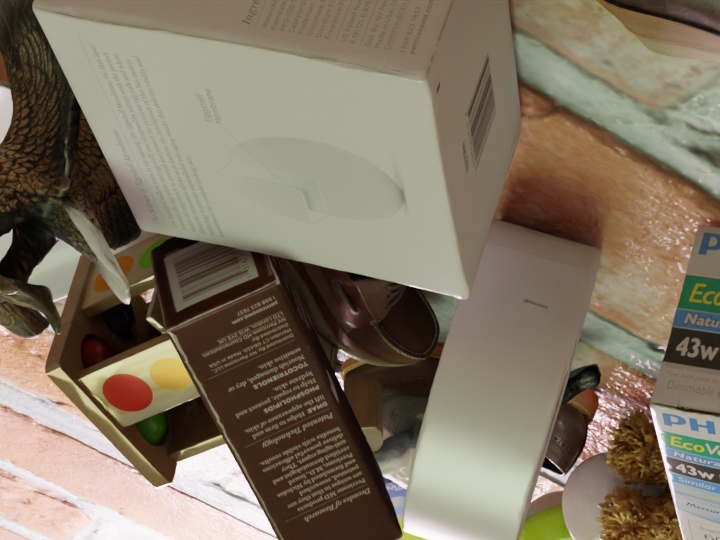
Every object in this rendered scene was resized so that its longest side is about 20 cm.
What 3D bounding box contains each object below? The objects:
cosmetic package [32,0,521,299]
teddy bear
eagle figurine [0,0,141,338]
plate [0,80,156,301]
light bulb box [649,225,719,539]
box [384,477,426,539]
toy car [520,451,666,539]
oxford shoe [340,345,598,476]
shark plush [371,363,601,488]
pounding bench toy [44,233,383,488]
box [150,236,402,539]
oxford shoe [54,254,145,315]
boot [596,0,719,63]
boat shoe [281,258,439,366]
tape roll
[{"bbox_3d":[-0.032,-0.102,0.863,0.200,0.123,0.199,11,152,16],"label":"cosmetic package"},{"bbox_3d":[0.255,0.157,1.125,0.200,0.145,0.067,27,157,-2],"label":"teddy bear"},{"bbox_3d":[-0.183,-0.068,0.952,0.151,0.200,0.152,34,149,-20],"label":"eagle figurine"},{"bbox_3d":[-0.251,-0.047,1.142,0.200,0.032,0.200,-19,139,26],"label":"plate"},{"bbox_3d":[0.288,0.087,0.986,0.198,0.125,0.200,9,152,23],"label":"light bulb box"},{"bbox_3d":[0.032,0.177,1.341,0.122,0.048,0.200,-16,152,8],"label":"box"},{"bbox_3d":[0.213,0.220,1.223,0.200,0.150,0.175,1,158,-15],"label":"toy car"},{"bbox_3d":[0.070,0.104,1.227,0.200,0.073,0.071,7,151,26],"label":"oxford shoe"},{"bbox_3d":[0.068,0.098,1.163,0.091,0.083,0.200,26,138,-34],"label":"shark plush"},{"bbox_3d":[-0.094,0.071,1.132,0.156,0.124,0.200,-24,122,22],"label":"pounding bench toy"},{"bbox_3d":[-0.049,0.074,0.990,0.075,0.100,0.200,-23,121,0],"label":"box"},{"bbox_3d":[-0.215,0.020,1.302,0.074,0.071,0.200,38,152,11],"label":"oxford shoe"},{"bbox_3d":[0.173,-0.145,0.693,0.200,0.072,0.166,6,152,34],"label":"boot"},{"bbox_3d":[0.000,0.000,1.087,0.072,0.076,0.200,-5,145,37],"label":"boat shoe"},{"bbox_3d":[0.087,0.072,1.018,0.071,0.203,0.203,17,153,9],"label":"tape roll"}]
